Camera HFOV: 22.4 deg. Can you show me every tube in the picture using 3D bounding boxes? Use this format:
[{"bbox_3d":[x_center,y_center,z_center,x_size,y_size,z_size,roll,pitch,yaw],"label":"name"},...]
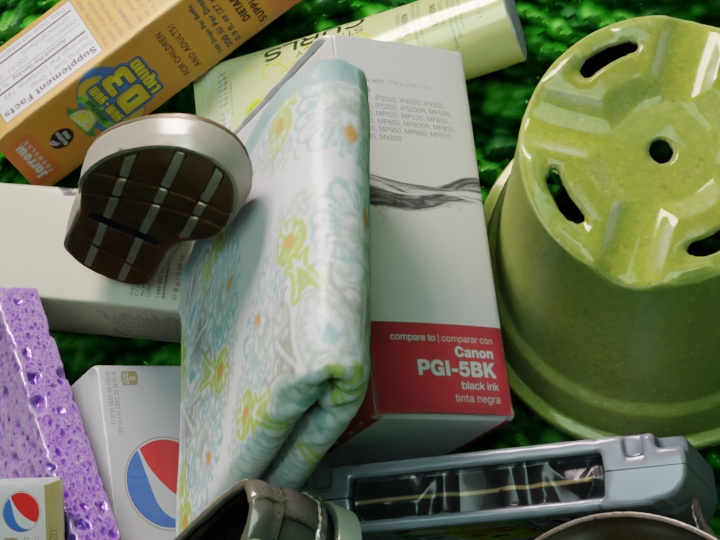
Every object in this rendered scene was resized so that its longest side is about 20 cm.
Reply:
[{"bbox_3d":[-0.005,-0.114,1.042,0.198,0.058,0.052,-17,104,14],"label":"tube"}]

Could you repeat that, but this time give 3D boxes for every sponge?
[{"bbox_3d":[-0.170,0.119,0.949,0.030,0.112,0.201,1,46,-30],"label":"sponge"}]

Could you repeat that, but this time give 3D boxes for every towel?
[{"bbox_3d":[-0.041,0.025,0.857,0.048,0.200,0.172,9,54,-19],"label":"towel"}]

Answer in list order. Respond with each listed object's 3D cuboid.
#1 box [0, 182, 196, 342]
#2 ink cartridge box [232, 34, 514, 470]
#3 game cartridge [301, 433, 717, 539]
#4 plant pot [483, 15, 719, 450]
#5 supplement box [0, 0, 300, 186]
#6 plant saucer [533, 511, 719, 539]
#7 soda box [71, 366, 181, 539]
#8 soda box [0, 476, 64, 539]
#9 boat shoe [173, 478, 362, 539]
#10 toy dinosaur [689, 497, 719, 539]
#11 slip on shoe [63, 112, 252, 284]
[{"bbox_3d":[-0.174,-0.006,1.032,0.198,0.082,0.069,6,75,14],"label":"box"},{"bbox_3d":[0.000,0.000,0.945,0.082,0.147,0.202,3,69,-26],"label":"ink cartridge box"},{"bbox_3d":[0.073,0.116,0.901,0.198,0.133,0.041,-8,77,17],"label":"game cartridge"},{"bbox_3d":[0.146,-0.027,0.891,0.198,0.184,0.202,-2,72,7],"label":"plant pot"},{"bbox_3d":[-0.135,-0.136,1.065,0.199,0.067,0.069,-36,55,2],"label":"supplement box"},{"bbox_3d":[0.124,0.208,0.798,0.199,0.032,0.202,-9,77,39],"label":"plant saucer"},{"bbox_3d":[-0.110,0.154,0.957,0.068,0.064,0.202,3,66,-33],"label":"soda box"},{"bbox_3d":[-0.215,0.147,0.934,0.063,0.200,0.069,1,80,-30],"label":"soda box"},{"bbox_3d":[-0.084,0.161,0.824,0.202,0.060,0.072,-43,33,28],"label":"boat shoe"},{"bbox_3d":[0.161,0.216,0.842,0.135,0.202,0.085,-26,32,-36],"label":"toy dinosaur"},{"bbox_3d":[-0.097,-0.047,0.889,0.076,0.200,0.061,25,69,-9],"label":"slip on shoe"}]
